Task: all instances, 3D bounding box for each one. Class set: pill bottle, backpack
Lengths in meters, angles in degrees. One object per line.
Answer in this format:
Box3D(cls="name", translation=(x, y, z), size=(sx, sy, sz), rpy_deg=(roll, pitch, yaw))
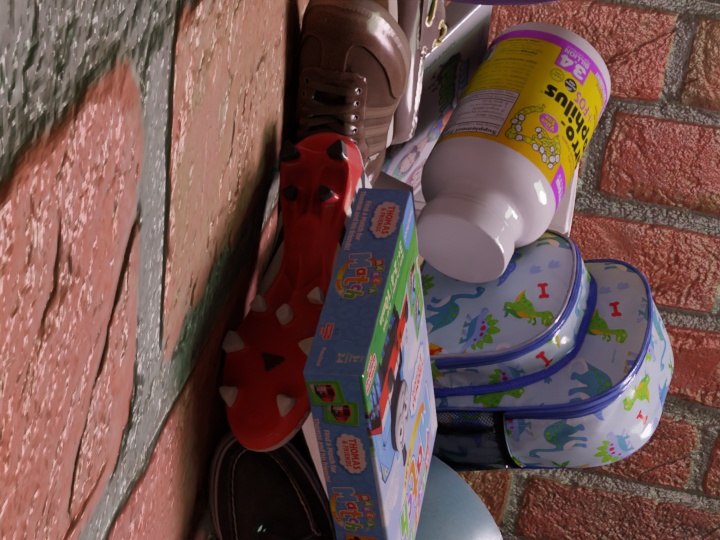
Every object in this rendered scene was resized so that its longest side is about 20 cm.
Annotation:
Box3D(cls="pill bottle", translation=(0.111, -0.088, 1.106), size=(0.104, 0.104, 0.200), rpy_deg=(92, 22, -55))
Box3D(cls="backpack", translation=(0.130, 0.061, 1.126), size=(0.183, 0.200, 0.147), rpy_deg=(-68, 147, -40))

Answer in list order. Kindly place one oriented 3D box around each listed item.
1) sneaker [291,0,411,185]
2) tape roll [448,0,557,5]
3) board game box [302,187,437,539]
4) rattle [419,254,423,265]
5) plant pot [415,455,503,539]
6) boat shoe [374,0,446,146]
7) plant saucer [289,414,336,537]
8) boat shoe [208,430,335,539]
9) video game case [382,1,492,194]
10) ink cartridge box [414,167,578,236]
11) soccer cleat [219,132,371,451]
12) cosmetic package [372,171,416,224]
Box3D(cls="sneaker", translation=(-0.010, -0.094, 0.933), size=(0.200, 0.070, 0.076), rpy_deg=(87, 17, -63))
Box3D(cls="tape roll", translation=(0.053, -0.215, 0.683), size=(0.200, 0.200, 0.085), rpy_deg=(88, 13, -66))
Box3D(cls="board game box", translation=(0.011, 0.077, 0.853), size=(0.151, 0.037, 0.200), rpy_deg=(-75, 163, -46))
Box3D(cls="rattle", translation=(0.048, 0.043, 1.348), size=(0.143, 0.130, 0.200), rpy_deg=(61, -17, 12))
Box3D(cls="plant pot", translation=(-0.005, 0.242, 1.103), size=(0.135, 0.200, 0.200), rpy_deg=(-34, 138, -51))
Box3D(cls="boat shoe", translation=(0.031, -0.185, 1.022), size=(0.072, 0.059, 0.200), rpy_deg=(-170, -101, -69))
Box3D(cls="plant saucer", translation=(-0.026, 0.123, 0.978), size=(0.200, 0.032, 0.200), rpy_deg=(-20, 90, -82))
Box3D(cls="boat shoe", translation=(-0.041, 0.188, 0.842), size=(0.066, 0.070, 0.200), rpy_deg=(168, -89, -81))
Box3D(cls="video game case", translation=(0.035, -0.110, 1.159), size=(0.182, 0.024, 0.200), rpy_deg=(-46, 161, -19))
Box3D(cls="ink cartridge box", translation=(0.093, -0.072, 1.339), size=(0.147, 0.200, 0.083), rpy_deg=(79, 22, -76))
Box3D(cls="soccer cleat", translation=(-0.030, 0.015, 0.874), size=(0.085, 0.069, 0.200), rpy_deg=(47, 50, -61))
Box3D(cls="cosmetic package", translation=(0.000, 0.000, 1.022), size=(0.083, 0.051, 0.200), rpy_deg=(-57, -167, 21))
